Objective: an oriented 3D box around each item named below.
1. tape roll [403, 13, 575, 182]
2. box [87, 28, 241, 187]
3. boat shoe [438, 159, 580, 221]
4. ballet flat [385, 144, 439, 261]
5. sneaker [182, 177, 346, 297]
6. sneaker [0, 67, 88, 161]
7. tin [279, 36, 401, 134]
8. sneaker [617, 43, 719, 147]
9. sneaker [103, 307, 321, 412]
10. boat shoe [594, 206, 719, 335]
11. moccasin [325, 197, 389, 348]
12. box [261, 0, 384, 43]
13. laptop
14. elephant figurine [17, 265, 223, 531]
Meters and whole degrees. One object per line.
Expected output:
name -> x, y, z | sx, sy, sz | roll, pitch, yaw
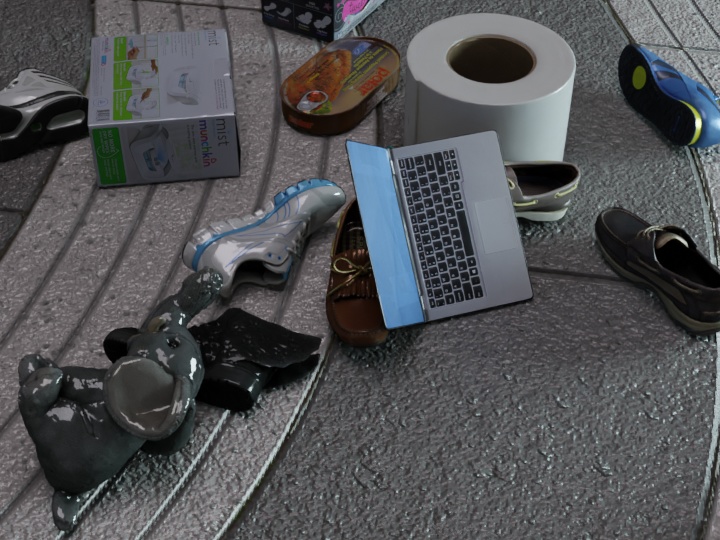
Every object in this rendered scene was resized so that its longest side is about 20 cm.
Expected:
tape roll -> 0.152, -0.198, 1.448 | 0.201, 0.140, 0.204 | 0, 42, 0
box -> -0.242, -0.207, 1.488 | 0.175, 0.097, 0.201 | -6, 42, -7
boat shoe -> 0.161, -0.091, 1.349 | 0.199, 0.060, 0.072 | -3, 49, -30
ballet flat -> 0.066, -0.067, 1.371 | 0.065, 0.071, 0.201 | 15, 39, -24
sneaker -> -0.090, -0.028, 1.321 | 0.199, 0.075, 0.087 | -30, 60, -22
sneaker -> -0.444, -0.197, 1.509 | 0.199, 0.076, 0.115 | -13, 34, -26
tin -> -0.024, -0.243, 1.574 | 0.111, 0.042, 0.200 | 20, 45, 26
sneaker -> 0.401, -0.222, 1.539 | 0.078, 0.066, 0.201 | -5, 41, -24
sneaker -> -0.146, 0.078, 1.202 | 0.198, 0.060, 0.105 | 18, 46, 12
boat shoe -> 0.330, -0.016, 1.294 | 0.074, 0.074, 0.200 | -22, 47, -24
moccasin -> 0.002, 0.000, 1.271 | 0.073, 0.078, 0.202 | 3, 42, 4
box -> -0.038, -0.432, 1.727 | 0.131, 0.115, 0.200 | 21, 46, 22
laptop -> 0.085, -0.048, 1.228 | 0.198, 0.116, 0.189 | -11, 87, -14
elephant figurine -> -0.201, 0.111, 1.098 | 0.198, 0.156, 0.142 | -16, 24, -5
